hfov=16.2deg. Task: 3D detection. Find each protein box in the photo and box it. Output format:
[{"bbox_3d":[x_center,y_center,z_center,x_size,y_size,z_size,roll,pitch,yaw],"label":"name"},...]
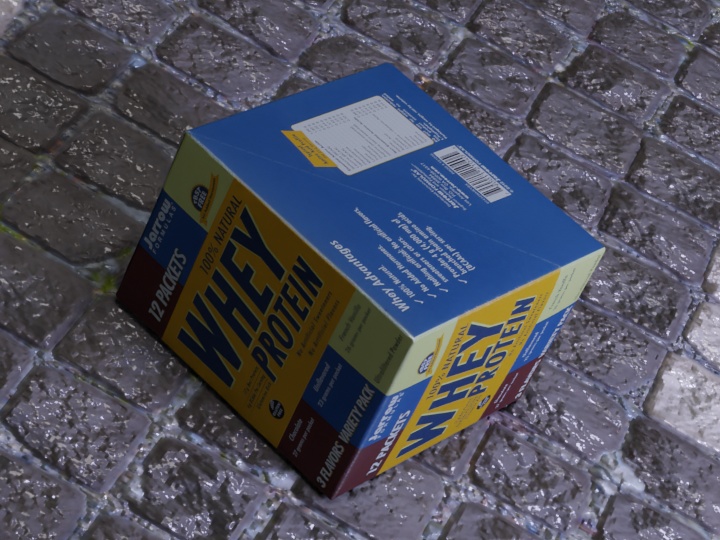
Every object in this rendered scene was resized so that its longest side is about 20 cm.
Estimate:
[{"bbox_3d":[0.000,0.000,1.557,0.198,0.135,0.200,42,38,21],"label":"protein box"}]
